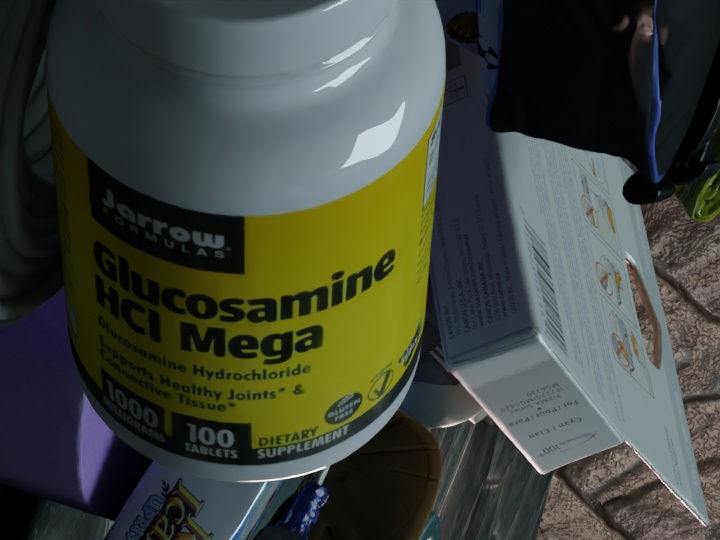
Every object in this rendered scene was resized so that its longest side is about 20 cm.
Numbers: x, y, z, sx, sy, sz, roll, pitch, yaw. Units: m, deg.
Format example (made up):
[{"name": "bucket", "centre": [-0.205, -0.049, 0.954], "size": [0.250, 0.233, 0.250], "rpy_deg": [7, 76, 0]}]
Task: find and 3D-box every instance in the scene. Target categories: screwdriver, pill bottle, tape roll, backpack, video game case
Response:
[{"name": "screwdriver", "centre": [-0.008, 0.071, 1.068], "size": [0.200, 0.029, 0.028], "rpy_deg": [-59, 178, -21]}, {"name": "pill bottle", "centre": [-0.033, -0.035, 0.792], "size": [0.200, 0.112, 0.113], "rpy_deg": [92, 18, -53]}, {"name": "tape roll", "centre": [-0.094, -0.012, 1.031], "size": [0.200, 0.066, 0.200], "rpy_deg": [18, 90, -81]}, {"name": "backpack", "centre": [0.098, -0.154, 0.998], "size": [0.191, 0.154, 0.200], "rpy_deg": [-60, 169, -23]}, {"name": "video game case", "centre": [-0.064, 0.095, 1.087], "size": [0.181, 0.045, 0.200], "rpy_deg": [-60, 178, -9]}]

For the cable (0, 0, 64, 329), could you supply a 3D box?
[{"name": "cable", "centre": [-0.105, -0.083, 0.839], "size": [0.200, 0.069, 0.200], "rpy_deg": [68, 41, -73]}]

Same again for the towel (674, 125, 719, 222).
[{"name": "towel", "centre": [0.125, -0.098, 1.120], "size": [0.086, 0.018, 0.200], "rpy_deg": [-57, -153, 16]}]

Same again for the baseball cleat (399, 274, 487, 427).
[{"name": "baseball cleat", "centre": [0.000, 0.000, 1.195], "size": [0.070, 0.106, 0.200], "rpy_deg": [-42, -153, -9]}]

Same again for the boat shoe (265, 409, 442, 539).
[{"name": "boat shoe", "centre": [-0.021, 0.139, 1.113], "size": [0.201, 0.072, 0.066], "rpy_deg": [-63, 177, -45]}]

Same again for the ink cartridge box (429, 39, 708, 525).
[{"name": "ink cartridge box", "centre": [0.078, -0.004, 1.159], "size": [0.176, 0.045, 0.200], "rpy_deg": [47, 27, -47]}]

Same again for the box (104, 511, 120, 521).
[{"name": "box", "centre": [-0.067, -0.007, 1.237], "size": [0.193, 0.047, 0.200], "rpy_deg": [-49, 155, -70]}]

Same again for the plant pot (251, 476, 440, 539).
[{"name": "plant pot", "centre": [-0.038, 0.163, 1.431], "size": [0.200, 0.134, 0.201], "rpy_deg": [17, 90, -80]}]
